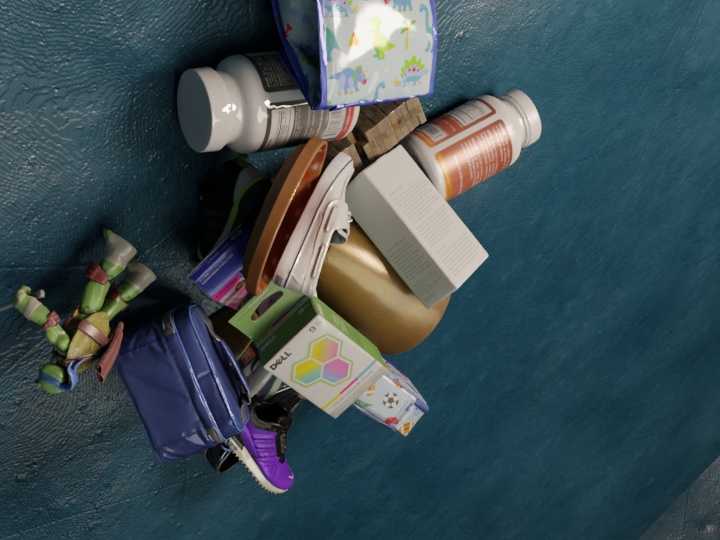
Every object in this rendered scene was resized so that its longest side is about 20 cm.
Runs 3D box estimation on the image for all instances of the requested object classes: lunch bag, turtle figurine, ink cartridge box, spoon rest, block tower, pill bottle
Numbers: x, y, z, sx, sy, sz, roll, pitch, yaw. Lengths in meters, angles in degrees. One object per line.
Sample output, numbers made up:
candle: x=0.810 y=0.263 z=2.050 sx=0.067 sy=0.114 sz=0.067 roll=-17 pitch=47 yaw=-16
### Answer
lunch bag: x=0.004 y=0.153 z=1.469 sx=0.200 sy=0.160 sz=0.076 roll=40 pitch=94 yaw=-16
turtle figurine: x=-0.358 y=0.045 z=1.202 sx=0.144 sy=0.199 sz=0.195 roll=46 pitch=68 yaw=-28
ink cartridge box: x=-0.161 y=-0.001 z=1.292 sx=0.095 sy=0.037 sz=0.200 roll=-44 pitch=168 yaw=-2
lunch bag: x=-0.221 y=0.148 z=1.282 sx=0.131 sy=0.202 sz=0.136 roll=-24 pitch=-177 yaw=2
lunch bag: x=-0.005 y=-0.290 z=1.131 sx=0.169 sy=0.127 sz=0.202 roll=-14 pitch=89 yaw=-32
spoon rest: x=-0.122 y=0.087 z=1.360 sx=0.060 sy=0.099 sz=0.201 roll=4 pitch=119 yaw=-58
ink cartridge box: x=-0.067 y=0.101 z=1.301 sx=0.104 sy=0.059 sz=0.200 roll=-42 pitch=123 yaw=10
block tower: x=-0.007 y=-0.174 z=1.333 sx=0.199 sy=0.058 sz=0.054 roll=-38 pitch=140 yaw=-6
pill bottle: x=-0.109 y=-0.203 z=1.173 sx=0.198 sy=0.116 sz=0.117 roll=-13 pitch=131 yaw=-32
pill bottle: x=0.159 y=-0.183 z=1.423 sx=0.199 sy=0.112 sz=0.113 roll=-29 pitch=138 yaw=-18

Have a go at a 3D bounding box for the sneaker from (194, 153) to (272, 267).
sneaker: x=-0.174 y=-0.077 z=1.268 sx=0.072 sy=0.083 sz=0.200 roll=-33 pitch=168 yaw=-47

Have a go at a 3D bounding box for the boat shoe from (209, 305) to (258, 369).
boat shoe: x=-0.220 y=0.134 z=1.406 sx=0.200 sy=0.073 sz=0.065 roll=-47 pitch=168 yaw=-12

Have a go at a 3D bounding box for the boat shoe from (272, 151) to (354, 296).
boat shoe: x=-0.044 y=-0.056 z=1.249 sx=0.074 sy=0.065 sz=0.202 roll=111 pitch=3 yaw=-71

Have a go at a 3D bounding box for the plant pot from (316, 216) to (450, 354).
plant pot: x=0.000 y=0.000 z=1.407 sx=0.199 sy=0.187 sz=0.187 roll=28 pitch=103 yaw=-38

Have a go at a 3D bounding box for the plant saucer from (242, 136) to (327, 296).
plant saucer: x=-0.094 y=-0.067 z=1.166 sx=0.200 sy=0.032 sz=0.202 roll=24 pitch=89 yaw=-88

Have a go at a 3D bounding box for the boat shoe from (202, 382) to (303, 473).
boat shoe: x=-0.156 y=0.244 z=1.545 sx=0.199 sy=0.068 sz=0.072 roll=-34 pitch=139 yaw=-14

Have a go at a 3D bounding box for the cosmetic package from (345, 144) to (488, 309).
cosmetic package: x=0.072 y=-0.060 z=1.344 sx=0.071 sy=0.201 sz=0.101 roll=-37 pitch=-179 yaw=44

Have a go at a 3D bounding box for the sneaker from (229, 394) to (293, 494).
sneaker: x=-0.136 y=0.252 z=1.469 sx=0.099 sy=0.070 sz=0.201 roll=-34 pitch=125 yaw=1

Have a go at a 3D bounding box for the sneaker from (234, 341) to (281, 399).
sneaker: x=-0.141 y=0.112 z=1.441 sx=0.084 sy=0.075 sz=0.202 roll=-5 pitch=126 yaw=-43

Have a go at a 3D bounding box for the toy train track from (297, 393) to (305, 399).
toy train track: x=-0.070 y=0.152 z=1.567 sx=0.200 sy=0.032 sz=0.116 roll=31 pitch=69 yaw=-56
